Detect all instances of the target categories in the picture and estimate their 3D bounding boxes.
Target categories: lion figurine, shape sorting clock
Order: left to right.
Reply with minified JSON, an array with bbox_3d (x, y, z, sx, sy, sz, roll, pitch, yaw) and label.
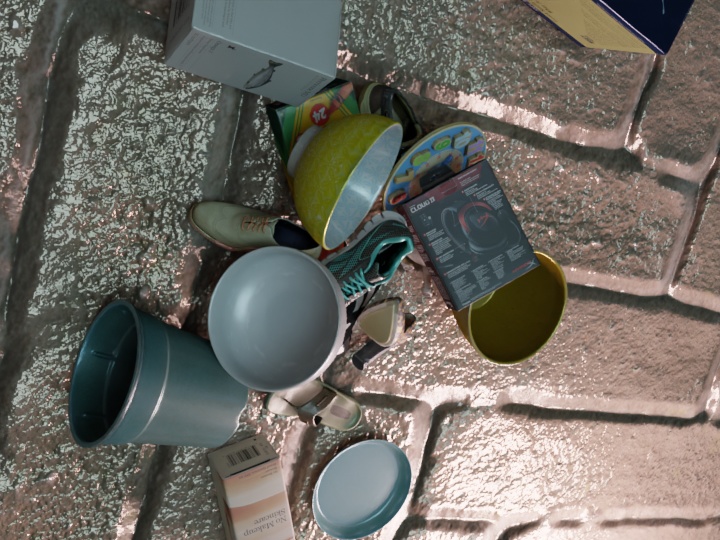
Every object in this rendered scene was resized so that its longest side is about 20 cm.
[{"bbox_3d":[0.093,-0.034,1.283,0.199,0.072,0.123,33,51,-36],"label":"lion figurine"},{"bbox_3d":[0.119,-0.148,1.252,0.199,0.039,0.201,-31,150,-20],"label":"shape sorting clock"}]

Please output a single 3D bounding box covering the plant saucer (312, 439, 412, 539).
[{"bbox_3d":[0.000,0.389,1.430,0.199,0.027,0.202,-9,112,-24],"label":"plant saucer"}]

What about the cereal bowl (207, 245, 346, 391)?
[{"bbox_3d":[-0.109,0.068,1.114,0.201,0.199,0.083,-63,163,5],"label":"cereal bowl"}]

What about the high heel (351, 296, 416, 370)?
[{"bbox_3d":[0.061,0.069,1.272,0.142,0.071,0.200,-37,164,-34],"label":"high heel"}]

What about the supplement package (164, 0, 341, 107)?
[{"bbox_3d":[-0.139,-0.312,1.042,0.199,0.117,0.118,12,74,-29],"label":"supplement package"}]

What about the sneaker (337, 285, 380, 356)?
[{"bbox_3d":[-0.023,0.060,1.282,0.200,0.073,0.112,-44,147,-30],"label":"sneaker"}]

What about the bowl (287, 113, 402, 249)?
[{"bbox_3d":[-0.037,-0.141,1.106,0.107,0.200,0.201,32,92,10],"label":"bowl"}]

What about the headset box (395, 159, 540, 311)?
[{"bbox_3d":[0.156,-0.062,1.205,0.148,0.075,0.201,-29,94,-5],"label":"headset box"}]

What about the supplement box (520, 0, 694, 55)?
[{"bbox_3d":[0.374,-0.447,1.229,0.199,0.200,0.135,24,96,-31],"label":"supplement box"}]

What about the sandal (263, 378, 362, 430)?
[{"bbox_3d":[-0.069,0.224,1.315,0.200,0.057,0.080,22,101,-35],"label":"sandal"}]

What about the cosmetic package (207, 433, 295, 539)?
[{"bbox_3d":[-0.175,0.386,1.303,0.103,0.087,0.202,-18,115,-22],"label":"cosmetic package"}]

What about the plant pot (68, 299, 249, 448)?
[{"bbox_3d":[-0.277,0.163,1.124,0.195,0.200,0.201,21,97,-40],"label":"plant pot"}]

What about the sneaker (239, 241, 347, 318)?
[{"bbox_3d":[-0.102,0.008,1.196,0.200,0.074,0.087,-43,119,-13],"label":"sneaker"}]

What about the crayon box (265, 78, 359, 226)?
[{"bbox_3d":[-0.052,-0.170,1.195,0.126,0.051,0.201,-25,117,-18],"label":"crayon box"}]

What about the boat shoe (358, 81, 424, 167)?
[{"bbox_3d":[0.064,-0.202,1.215,0.073,0.065,0.200,-57,137,-14],"label":"boat shoe"}]

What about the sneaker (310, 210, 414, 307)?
[{"bbox_3d":[0.000,0.000,1.147,0.200,0.091,0.078,-48,118,1],"label":"sneaker"}]

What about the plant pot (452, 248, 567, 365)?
[{"bbox_3d":[0.230,0.042,1.359,0.198,0.142,0.202,-9,110,-24],"label":"plant pot"}]

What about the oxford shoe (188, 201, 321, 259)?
[{"bbox_3d":[-0.147,-0.063,1.143,0.198,0.074,0.071,17,66,-10],"label":"oxford shoe"}]
